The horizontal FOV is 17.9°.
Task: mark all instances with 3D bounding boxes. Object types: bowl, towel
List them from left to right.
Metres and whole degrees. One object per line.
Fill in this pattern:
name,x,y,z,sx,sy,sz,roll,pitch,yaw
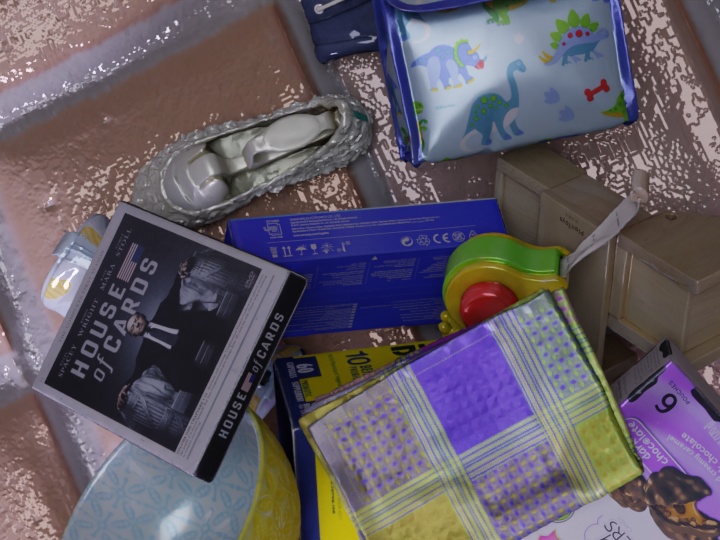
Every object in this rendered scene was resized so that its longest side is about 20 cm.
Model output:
bowl,-0.105,0.195,1.549,0.200,0.200,0.108,-48,122,3
towel,0.071,0.114,1.493,0.199,0.023,0.145,-26,82,13

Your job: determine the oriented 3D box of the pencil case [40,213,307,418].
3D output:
pencil case,-0.139,0.042,1.683,0.199,0.091,0.083,34,92,8

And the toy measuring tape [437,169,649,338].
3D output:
toy measuring tape,0.112,-0.012,1.556,0.074,0.073,0.200,48,125,7

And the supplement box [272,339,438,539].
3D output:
supplement box,0.045,0.121,1.608,0.198,0.109,0.110,-7,115,-8

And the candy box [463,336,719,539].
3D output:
candy box,0.186,0.177,1.530,0.200,0.072,0.168,-42,96,11

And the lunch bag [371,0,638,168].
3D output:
lunch bag,0.094,-0.186,1.609,0.169,0.127,0.202,-10,95,-4

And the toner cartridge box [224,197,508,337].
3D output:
toner cartridge box,0.000,0.000,1.630,0.198,0.095,0.043,-5,55,-14

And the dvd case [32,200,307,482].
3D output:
dvd case,-0.134,0.045,1.564,0.199,0.025,0.151,21,84,46

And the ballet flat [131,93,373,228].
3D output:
ballet flat,-0.087,-0.086,1.695,0.199,0.072,0.072,-23,85,7

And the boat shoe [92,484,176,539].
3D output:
boat shoe,-0.111,0.178,1.685,0.200,0.086,0.075,-4,81,-22

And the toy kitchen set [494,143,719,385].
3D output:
toy kitchen set,0.220,0.004,1.658,0.200,0.180,0.164,35,135,39

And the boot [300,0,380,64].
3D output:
boot,0.051,-0.217,1.686,0.198,0.073,0.091,-13,96,13
